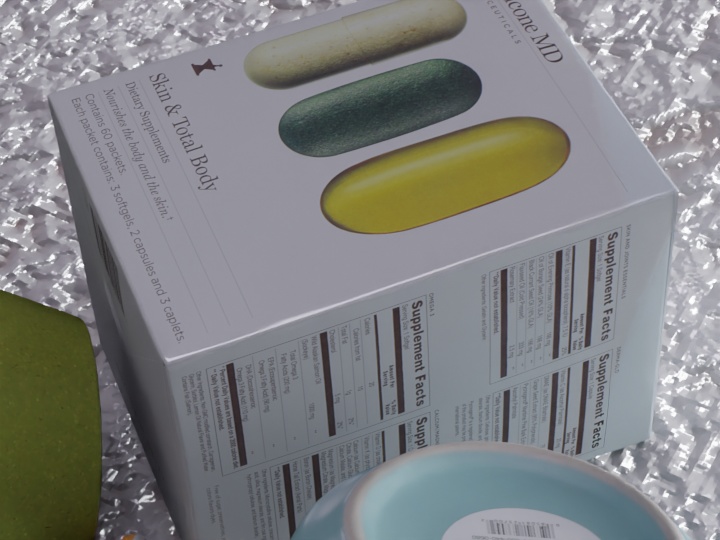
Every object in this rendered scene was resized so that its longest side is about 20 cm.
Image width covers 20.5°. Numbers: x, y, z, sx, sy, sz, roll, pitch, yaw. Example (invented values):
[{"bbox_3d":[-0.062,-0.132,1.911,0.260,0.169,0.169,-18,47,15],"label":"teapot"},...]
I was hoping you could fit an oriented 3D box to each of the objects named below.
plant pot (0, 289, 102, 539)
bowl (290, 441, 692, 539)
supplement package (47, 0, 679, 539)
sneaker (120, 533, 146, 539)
[{"bbox_3d":[-0.203,0.067,0.749,0.199,0.188,0.188,0,47,-18],"label":"plant pot"},{"bbox_3d":[0.044,0.130,0.664,0.199,0.106,0.201,5,26,-3],"label":"bowl"},{"bbox_3d":[0.000,0.000,0.794,0.199,0.151,0.152,-18,50,-13],"label":"supplement package"},{"bbox_3d":[-0.108,0.161,0.684,0.077,0.079,0.200,-15,14,5],"label":"sneaker"}]
